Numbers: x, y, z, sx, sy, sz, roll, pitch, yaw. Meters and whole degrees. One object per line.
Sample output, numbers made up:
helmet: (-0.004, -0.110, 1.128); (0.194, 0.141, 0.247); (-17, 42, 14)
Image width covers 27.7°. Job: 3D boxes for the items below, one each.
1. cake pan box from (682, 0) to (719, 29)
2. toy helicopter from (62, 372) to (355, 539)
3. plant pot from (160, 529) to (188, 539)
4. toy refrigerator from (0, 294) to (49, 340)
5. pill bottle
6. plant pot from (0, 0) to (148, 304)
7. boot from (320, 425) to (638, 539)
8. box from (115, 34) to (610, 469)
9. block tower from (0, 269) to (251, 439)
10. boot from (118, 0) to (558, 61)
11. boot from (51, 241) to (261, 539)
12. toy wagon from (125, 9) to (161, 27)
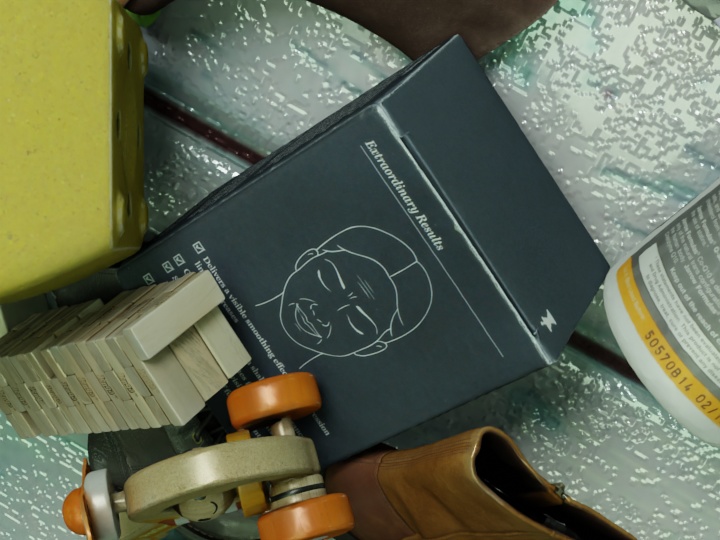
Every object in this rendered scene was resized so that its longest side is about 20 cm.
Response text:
cake pan box: (0.213, -0.202, 0.656); (0.199, 0.052, 0.185); (-32, 100, 29)
toy helicopter: (-0.101, 0.121, 0.742); (0.200, 0.131, 0.080); (-35, 68, 55)
plant pot: (-0.083, 0.245, 0.868); (0.198, 0.142, 0.142); (26, 116, 0)
toy refrigerator: (-0.249, -0.036, 0.861); (0.075, 0.070, 0.202); (-9, 108, 13)
pill bottle: (0.223, -0.012, 0.697); (0.116, 0.116, 0.200); (46, 117, -4)
plant pot: (-0.206, -0.069, 0.702); (0.197, 0.194, 0.198); (-1, 91, -1)
boot: (0.083, 0.139, 0.761); (0.188, 0.069, 0.199); (41, 153, -16)
box: (0.000, 0.000, 0.758); (0.199, 0.107, 0.149); (-28, 101, 36)
block tower: (-0.135, 0.049, 0.764); (0.199, 0.054, 0.058); (-14, 112, 53)
boot: (-0.015, -0.145, 0.731); (0.199, 0.073, 0.166); (-31, 121, 31)
boot: (-0.100, 0.067, 0.850); (0.198, 0.069, 0.176); (5, 112, 23)
toy wagon: (-0.176, -0.186, 0.793); (0.154, 0.040, 0.202); (24, 115, 7)
